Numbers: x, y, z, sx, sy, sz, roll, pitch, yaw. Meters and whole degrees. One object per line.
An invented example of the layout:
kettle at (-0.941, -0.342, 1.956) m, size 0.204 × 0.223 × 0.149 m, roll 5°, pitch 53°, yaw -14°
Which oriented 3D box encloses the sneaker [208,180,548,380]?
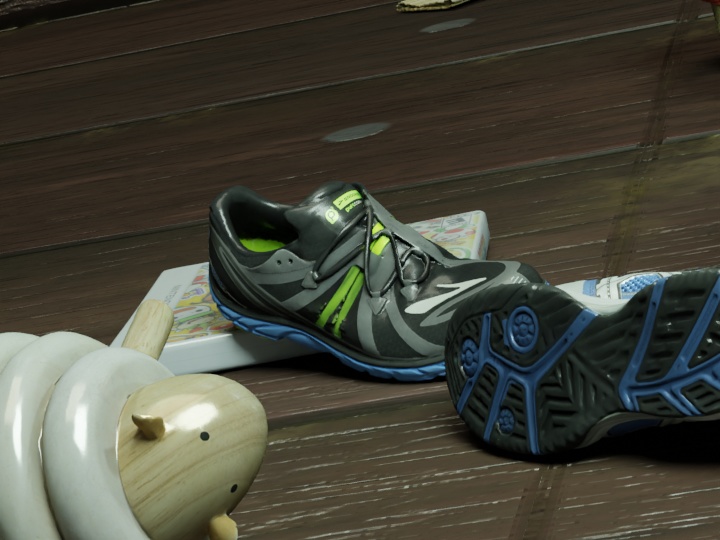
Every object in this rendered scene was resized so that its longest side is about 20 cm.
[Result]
sneaker at (0.000, 0.000, 1.162) m, size 0.200 × 0.083 × 0.071 m, roll 12°, pitch 39°, yaw 34°

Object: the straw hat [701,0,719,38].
straw hat at (0.301, -0.193, 1.718) m, size 0.201 × 0.085 × 0.201 m, roll -9°, pitch 8°, yaw 1°

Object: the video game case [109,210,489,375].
video game case at (-0.031, 0.014, 1.303) m, size 0.200 × 0.023 × 0.182 m, roll -10°, pitch 14°, yaw 9°

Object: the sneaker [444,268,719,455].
sneaker at (0.117, 0.039, 0.983) m, size 0.077 × 0.076 × 0.200 m, roll 0°, pitch -2°, yaw -43°

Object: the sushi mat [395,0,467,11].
sushi mat at (0.138, -0.307, 2.498) m, size 0.200 × 0.012 × 0.096 m, roll -22°, pitch 17°, yaw -36°

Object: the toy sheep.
toy sheep at (-0.122, 0.084, 0.874) m, size 0.200 × 0.138 × 0.138 m, roll -22°, pitch 8°, yaw 26°
